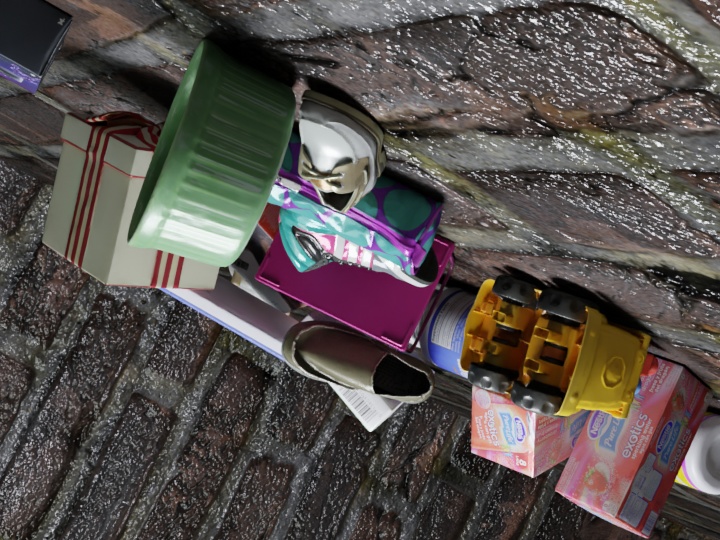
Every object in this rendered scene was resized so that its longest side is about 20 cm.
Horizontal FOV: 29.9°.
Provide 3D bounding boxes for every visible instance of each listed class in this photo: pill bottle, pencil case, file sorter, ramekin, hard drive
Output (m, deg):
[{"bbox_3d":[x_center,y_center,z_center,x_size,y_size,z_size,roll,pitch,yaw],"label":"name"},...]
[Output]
[{"bbox_3d":[0.149,0.087,1.814,0.199,0.113,0.112,19,169,42],"label":"pill bottle"},{"bbox_3d":[-0.014,-0.072,1.408,0.199,0.086,0.092,26,-158,4],"label":"pencil case"},{"bbox_3d":[0.000,0.000,1.645,0.199,0.140,0.125,25,174,11],"label":"file sorter"},{"bbox_3d":[-0.135,-0.101,1.243,0.097,0.201,0.200,20,174,-13],"label":"ramekin"},{"bbox_3d":[0.435,0.236,1.855,0.104,0.105,0.200,30,171,-24],"label":"pill bottle"},{"bbox_3d":[-0.166,0.045,1.725,0.199,0.025,0.132,31,-169,-13],"label":"hard drive"}]

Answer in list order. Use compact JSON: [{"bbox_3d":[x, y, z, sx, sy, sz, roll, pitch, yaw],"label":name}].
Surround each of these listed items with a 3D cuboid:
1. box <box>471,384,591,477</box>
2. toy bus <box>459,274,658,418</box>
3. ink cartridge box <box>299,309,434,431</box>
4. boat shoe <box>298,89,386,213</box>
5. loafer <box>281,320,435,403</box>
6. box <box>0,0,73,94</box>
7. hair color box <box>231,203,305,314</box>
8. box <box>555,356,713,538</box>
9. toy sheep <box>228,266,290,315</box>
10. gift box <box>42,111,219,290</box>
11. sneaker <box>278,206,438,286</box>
[{"bbox_3d":[0.239,0.168,1.690,0.102,0.095,0.199,17,-153,40],"label":"box"},{"bbox_3d":[0.242,0.095,1.567,0.191,0.137,0.200,13,-176,-35],"label":"toy bus"},{"bbox_3d":[0.004,0.111,1.757,0.161,0.050,0.200,49,-162,6],"label":"ink cartridge box"},{"bbox_3d":[-0.020,-0.106,1.269,0.074,0.069,0.200,24,172,18],"label":"boat shoe"},{"bbox_3d":[0.003,0.109,1.617,0.199,0.076,0.070,15,175,-13],"label":"loafer"},{"bbox_3d":[-0.421,-0.280,1.461,0.199,0.079,0.141,29,170,-14],"label":"box"},{"bbox_3d":[-0.128,-0.040,1.764,0.200,0.064,0.111,47,141,-19],"label":"hair color box"},{"bbox_3d":[0.335,0.209,1.650,0.094,0.201,0.102,19,170,42],"label":"box"},{"bbox_3d":[-0.142,-0.015,2.064,0.137,0.138,0.200,23,161,24],"label":"toy sheep"},{"bbox_3d":[-0.240,-0.087,1.587,0.199,0.188,0.184,24,-165,39],"label":"gift box"},{"bbox_3d":[-0.016,-0.029,1.549,0.200,0.084,0.121,37,137,-20],"label":"sneaker"}]
